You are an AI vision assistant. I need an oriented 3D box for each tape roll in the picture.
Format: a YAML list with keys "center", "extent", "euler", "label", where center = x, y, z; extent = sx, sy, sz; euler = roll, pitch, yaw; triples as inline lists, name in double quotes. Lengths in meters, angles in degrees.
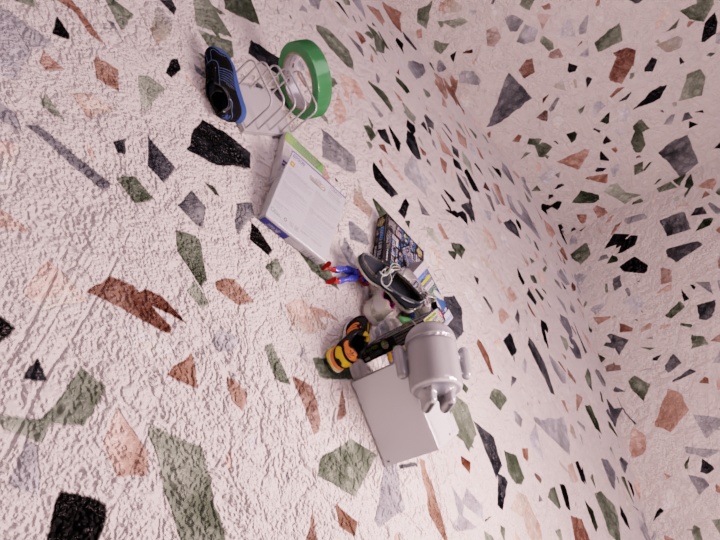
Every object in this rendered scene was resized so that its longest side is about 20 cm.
- center: [-0.153, -0.518, 1.486]
  extent: [0.048, 0.200, 0.203]
  euler: [-24, 85, -31]
  label: "tape roll"

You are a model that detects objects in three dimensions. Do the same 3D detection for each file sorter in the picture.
- center: [-0.226, -0.438, 1.386]
  extent: [0.199, 0.124, 0.141]
  euler: [-17, 79, -58]
  label: "file sorter"

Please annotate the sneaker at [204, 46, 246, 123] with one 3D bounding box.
- center: [-0.334, -0.445, 1.286]
  extent: [0.078, 0.069, 0.203]
  euler: [-7, 72, -62]
  label: "sneaker"

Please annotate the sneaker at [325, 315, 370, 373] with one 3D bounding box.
- center: [-0.003, 0.160, 1.265]
  extent: [0.071, 0.089, 0.200]
  euler: [55, 32, -8]
  label: "sneaker"

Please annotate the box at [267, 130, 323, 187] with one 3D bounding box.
- center: [-0.163, -0.250, 1.415]
  extent: [0.144, 0.036, 0.203]
  euler: [39, 38, -32]
  label: "box"

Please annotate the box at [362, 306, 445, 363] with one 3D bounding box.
- center: [0.100, 0.157, 1.316]
  extent: [0.035, 0.198, 0.110]
  euler: [61, 30, 2]
  label: "box"

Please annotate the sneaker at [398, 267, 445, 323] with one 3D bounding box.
- center: [0.167, 0.069, 1.466]
  extent: [0.201, 0.081, 0.075]
  euler: [53, 56, -23]
  label: "sneaker"

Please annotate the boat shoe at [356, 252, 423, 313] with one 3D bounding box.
- center: [0.074, 0.023, 1.359]
  extent: [0.200, 0.062, 0.075]
  euler: [46, 53, 1]
  label: "boat shoe"

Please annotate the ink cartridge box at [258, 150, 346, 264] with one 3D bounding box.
- center: [-0.136, -0.150, 1.324]
  extent: [0.196, 0.043, 0.203]
  euler: [39, 52, -32]
  label: "ink cartridge box"

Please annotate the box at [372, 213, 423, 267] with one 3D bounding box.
- center: [0.118, -0.038, 1.643]
  extent: [0.198, 0.049, 0.202]
  euler: [43, 38, -32]
  label: "box"

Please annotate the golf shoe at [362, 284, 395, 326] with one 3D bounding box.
- center: [0.068, 0.064, 1.451]
  extent: [0.075, 0.091, 0.201]
  euler: [45, 33, -21]
  label: "golf shoe"

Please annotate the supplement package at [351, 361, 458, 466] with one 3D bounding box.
- center: [0.100, 0.310, 1.234]
  extent: [0.110, 0.154, 0.203]
  euler: [-10, 74, -56]
  label: "supplement package"

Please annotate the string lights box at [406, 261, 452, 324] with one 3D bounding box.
- center: [0.180, 0.087, 1.567]
  extent: [0.103, 0.058, 0.202]
  euler: [-43, 112, -34]
  label: "string lights box"

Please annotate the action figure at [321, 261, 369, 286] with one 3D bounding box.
- center: [0.000, 0.000, 1.399]
  extent: [0.199, 0.098, 0.066]
  euler: [5, 61, -57]
  label: "action figure"

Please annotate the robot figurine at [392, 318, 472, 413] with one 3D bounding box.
- center: [0.151, 0.192, 1.145]
  extent: [0.166, 0.114, 0.203]
  euler: [5, 55, -11]
  label: "robot figurine"

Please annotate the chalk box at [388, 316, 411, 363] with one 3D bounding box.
- center: [0.152, 0.210, 1.422]
  extent: [0.124, 0.123, 0.203]
  euler: [13, 55, -51]
  label: "chalk box"
